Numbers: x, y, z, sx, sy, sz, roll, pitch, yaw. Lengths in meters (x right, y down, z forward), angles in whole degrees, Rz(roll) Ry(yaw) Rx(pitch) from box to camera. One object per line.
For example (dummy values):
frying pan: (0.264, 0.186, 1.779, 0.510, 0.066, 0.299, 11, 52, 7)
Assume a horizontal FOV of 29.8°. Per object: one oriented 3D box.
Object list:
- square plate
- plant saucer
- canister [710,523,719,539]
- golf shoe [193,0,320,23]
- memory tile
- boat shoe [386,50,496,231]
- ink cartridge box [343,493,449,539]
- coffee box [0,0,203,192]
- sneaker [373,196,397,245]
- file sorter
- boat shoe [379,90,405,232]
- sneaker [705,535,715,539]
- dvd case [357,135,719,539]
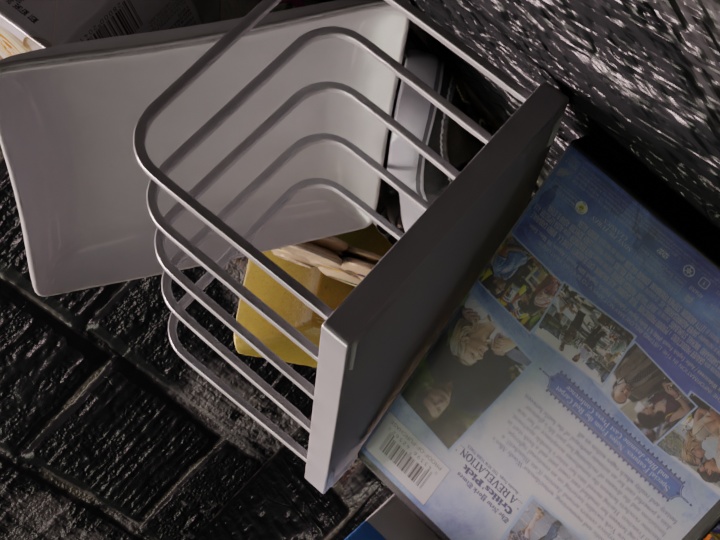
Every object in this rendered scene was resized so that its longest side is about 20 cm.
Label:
square plate: (-0.081, -0.064, 0.694, 0.200, 0.198, 0.028, 100, 154, -59)
plant saucer: (-0.005, -0.018, 1.070, 0.048, 0.200, 0.200, 10, 176, 34)
canister: (0.175, 0.079, 0.676, 0.200, 0.087, 0.149, 42, -179, -5)
golf shoe: (-0.084, -0.182, 0.757, 0.200, 0.075, 0.092, 54, -163, -23)
memory tile: (0.000, 0.000, 0.926, 0.200, 0.017, 0.153, 22, 175, -33)
boat shoe: (0.051, -0.063, 0.743, 0.056, 0.069, 0.200, 9, 167, 8)
ink cartridge box: (0.078, 0.139, 0.681, 0.116, 0.200, 0.067, 42, 150, 16)
coffee box: (-0.139, -0.114, 0.739, 0.114, 0.080, 0.200, 38, 167, 24)
sneaker: (0.073, -0.027, 1.014, 0.200, 0.078, 0.090, 44, -177, 0)
file sorter: (-0.013, -0.015, 0.609, 0.124, 0.139, 0.200, 38, 158, 13)
boat shoe: (0.047, -0.060, 0.923, 0.200, 0.076, 0.074, 53, -170, 28)
sneaker: (0.215, 0.196, 0.845, 0.077, 0.112, 0.200, 26, 170, -8)
dvd case: (0.094, 0.063, 0.579, 0.143, 0.200, 0.018, 43, -146, 16)
